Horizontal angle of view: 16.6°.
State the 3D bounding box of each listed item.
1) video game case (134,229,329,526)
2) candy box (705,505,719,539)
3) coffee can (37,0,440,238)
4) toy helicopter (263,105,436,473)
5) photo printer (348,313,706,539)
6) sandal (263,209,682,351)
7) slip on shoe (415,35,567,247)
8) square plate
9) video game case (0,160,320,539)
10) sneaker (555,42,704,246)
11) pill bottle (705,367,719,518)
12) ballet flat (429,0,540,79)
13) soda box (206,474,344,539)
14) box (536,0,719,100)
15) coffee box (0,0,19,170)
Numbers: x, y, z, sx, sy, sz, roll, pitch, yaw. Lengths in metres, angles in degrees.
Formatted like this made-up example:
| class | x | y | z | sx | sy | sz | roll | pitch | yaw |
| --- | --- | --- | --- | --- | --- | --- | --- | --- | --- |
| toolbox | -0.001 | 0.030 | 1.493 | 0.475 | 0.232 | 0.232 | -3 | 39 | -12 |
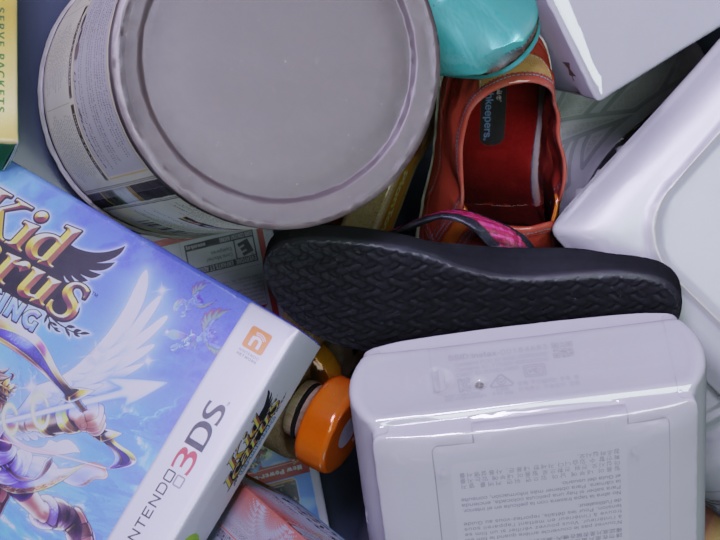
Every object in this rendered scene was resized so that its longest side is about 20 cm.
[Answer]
| class | x | y | z | sx | sy | sz | roll | pitch | yaw |
| --- | --- | --- | --- | --- | --- | --- | --- | --- | --- |
| video game case | -0.097 | 0.078 | 1.261 | 0.143 | 0.017 | 0.201 | -14 | 100 | -17 |
| candy box | 0.098 | 0.173 | 1.318 | 0.200 | 0.056 | 0.117 | -46 | 108 | -10 |
| coffee can | -0.063 | -0.090 | 1.147 | 0.146 | 0.200 | 0.147 | 0 | 89 | -17 |
| toy helicopter | 0.000 | 0.000 | 1.231 | 0.079 | 0.132 | 0.200 | 25 | 100 | 19 |
| photo printer | 0.085 | 0.114 | 1.195 | 0.166 | 0.070 | 0.200 | -7 | 135 | 1 |
| sandal | 0.051 | 0.003 | 1.160 | 0.199 | 0.045 | 0.075 | 5 | 140 | -10 |
| slip on shoe | 0.067 | -0.023 | 1.196 | 0.074 | 0.061 | 0.200 | -4 | 118 | -10 |
| square plate | 0.226 | -0.027 | 1.193 | 0.198 | 0.028 | 0.200 | 43 | 87 | -15 |
| video game case | -0.149 | 0.061 | 1.170 | 0.200 | 0.045 | 0.182 | 29 | 85 | 18 |
| sneaker | 0.104 | -0.062 | 1.289 | 0.200 | 0.075 | 0.081 | -38 | 97 | -17 |
| pill bottle | 0.226 | 0.087 | 1.287 | 0.200 | 0.113 | 0.113 | 43 | 82 | -23 |
| ballet flat | 0.016 | -0.147 | 1.174 | 0.067 | 0.200 | 0.070 | -42 | 121 | -3 |
| soda box | -0.043 | 0.147 | 1.171 | 0.063 | 0.200 | 0.069 | 30 | 89 | -19 |
| box | 0.146 | -0.184 | 1.239 | 0.200 | 0.152 | 0.107 | -32 | 107 | -13 |
| coffee box | -0.258 | -0.115 | 1.147 | 0.199 | 0.044 | 0.123 | 5 | 71 | -17 |
